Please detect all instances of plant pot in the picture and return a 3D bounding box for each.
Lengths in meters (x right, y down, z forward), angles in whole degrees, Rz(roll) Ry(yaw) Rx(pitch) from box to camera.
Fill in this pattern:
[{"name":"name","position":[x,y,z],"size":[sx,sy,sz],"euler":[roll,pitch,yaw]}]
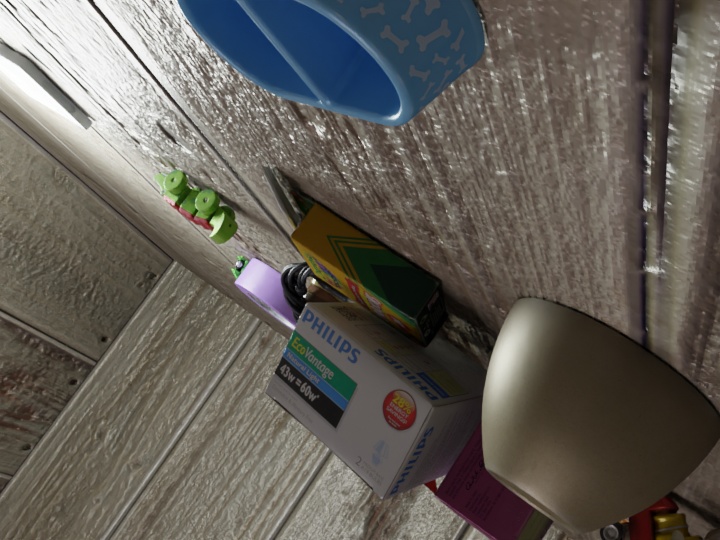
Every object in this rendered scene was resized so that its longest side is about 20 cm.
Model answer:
[{"name":"plant pot","position":[0.178,0.137,0.710],"size":[0.199,0.135,0.200],"euler":[36,170,7]}]

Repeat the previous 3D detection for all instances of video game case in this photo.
[{"name":"video game case","position":[-0.586,-0.338,1.483],"size":[0.199,0.023,0.182],"euler":[31,169,31]}]

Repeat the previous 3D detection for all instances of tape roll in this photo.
[{"name":"tape roll","position":[-0.163,0.061,1.743],"size":[0.199,0.066,0.200],"euler":[34,170,7]}]

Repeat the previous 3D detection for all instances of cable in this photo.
[{"name":"cable","position":[-0.052,0.053,1.222],"size":[0.199,0.051,0.164],"euler":[-4,134,52]}]

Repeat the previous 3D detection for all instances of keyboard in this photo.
[{"name":"keyboard","position":[-0.079,-0.058,0.985],"size":[0.200,0.011,0.057],"euler":[64,-176,-70]}]

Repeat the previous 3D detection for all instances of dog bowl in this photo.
[{"name":"dog bowl","position":[-0.027,-0.130,0.433],"size":[0.199,0.050,0.111],"euler":[27,166,47]}]

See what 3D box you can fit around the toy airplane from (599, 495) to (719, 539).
[{"name":"toy airplane","position":[0.393,0.363,0.997],"size":[0.200,0.140,0.200],"euler":[50,-159,-10]}]

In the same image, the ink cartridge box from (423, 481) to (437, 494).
[{"name":"ink cartridge box","position":[0.095,0.193,1.154],"size":[0.161,0.049,0.203],"euler":[56,-158,-62]}]

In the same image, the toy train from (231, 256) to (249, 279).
[{"name":"toy train","position":[-0.253,0.009,1.896],"size":[0.056,0.042,0.200],"euler":[26,170,1]}]

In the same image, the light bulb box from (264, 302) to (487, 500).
[{"name":"light bulb box","position":[0.034,0.138,0.975],"size":[0.197,0.126,0.199],"euler":[36,-162,29]}]

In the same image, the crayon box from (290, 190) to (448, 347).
[{"name":"crayon box","position":[0.000,0.000,0.939],"size":[0.199,0.051,0.127],"euler":[34,170,19]}]

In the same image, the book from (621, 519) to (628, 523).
[{"name":"book","position":[0.373,0.340,1.261],"size":[0.199,0.048,0.134],"euler":[39,166,-4]}]

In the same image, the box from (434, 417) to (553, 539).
[{"name":"box","position":[0.182,0.215,0.932],"size":[0.096,0.177,0.200],"euler":[30,169,26]}]

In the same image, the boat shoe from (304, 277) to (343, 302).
[{"name":"boat shoe","position":[-0.014,0.090,1.351],"size":[0.199,0.068,0.072],"euler":[39,170,-15]}]

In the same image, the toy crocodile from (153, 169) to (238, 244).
[{"name":"toy crocodile","position":[-0.263,-0.103,1.337],"size":[0.199,0.062,0.068],"euler":[31,169,32]}]
